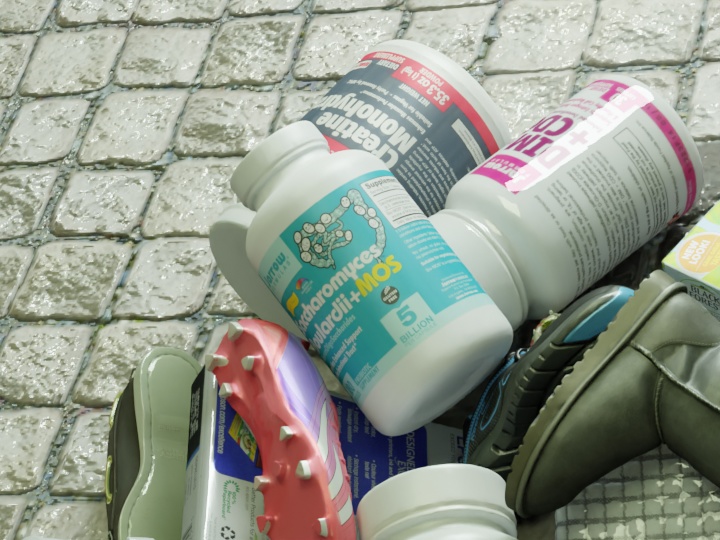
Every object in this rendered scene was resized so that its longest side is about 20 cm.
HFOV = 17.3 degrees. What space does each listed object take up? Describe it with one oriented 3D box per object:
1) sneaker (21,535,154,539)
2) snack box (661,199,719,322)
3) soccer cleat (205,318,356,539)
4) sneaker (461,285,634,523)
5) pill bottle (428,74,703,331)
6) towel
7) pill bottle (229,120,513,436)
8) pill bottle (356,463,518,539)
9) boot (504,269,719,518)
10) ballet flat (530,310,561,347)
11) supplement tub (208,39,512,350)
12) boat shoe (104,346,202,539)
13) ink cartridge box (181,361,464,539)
[{"bbox_3d":[-0.121,0.195,1.506,0.199,0.075,0.115,23,41,-6],"label":"sneaker"},{"bbox_3d":[0.309,0.002,1.472,0.200,0.053,0.142,28,61,38],"label":"snack box"},{"bbox_3d":[-0.033,0.111,1.469,0.067,0.076,0.200,-52,46,31],"label":"soccer cleat"},{"bbox_3d":[0.114,0.070,1.498,0.073,0.200,0.082,17,39,-22],"label":"sneaker"},{"bbox_3d":[0.130,-0.038,1.626,0.200,0.114,0.113,-37,45,-23],"label":"pill bottle"},{"bbox_3d":[0.216,0.163,1.403,0.199,0.086,0.166,-8,71,21],"label":"towel"},{"bbox_3d":[0.000,0.000,1.533,0.111,0.111,0.200,-35,74,-13],"label":"pill bottle"},{"bbox_3d":[0.058,0.223,1.388,0.113,0.114,0.201,-15,57,8],"label":"pill bottle"},{"bbox_3d":[0.204,0.114,1.345,0.200,0.073,0.182,37,93,21],"label":"boot"},{"bbox_3d":[0.164,0.097,1.531,0.075,0.064,0.200,-31,45,-12],"label":"ballet flat"},{"bbox_3d":[0.002,-0.054,1.688,0.140,0.141,0.200,24,60,37],"label":"supplement tub"},{"bbox_3d":[-0.138,0.153,1.604,0.061,0.071,0.202,-43,37,48],"label":"boat shoe"},{"bbox_3d":[-0.016,0.164,1.510,0.199,0.047,0.198,19,43,-18],"label":"ink cartridge box"}]
